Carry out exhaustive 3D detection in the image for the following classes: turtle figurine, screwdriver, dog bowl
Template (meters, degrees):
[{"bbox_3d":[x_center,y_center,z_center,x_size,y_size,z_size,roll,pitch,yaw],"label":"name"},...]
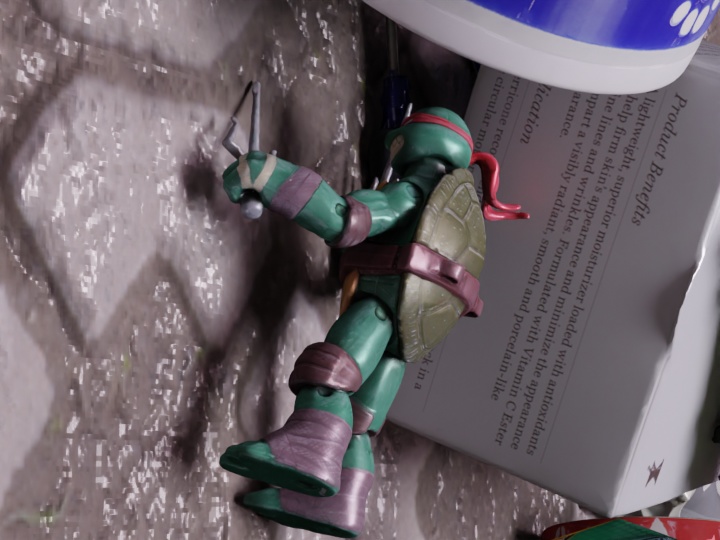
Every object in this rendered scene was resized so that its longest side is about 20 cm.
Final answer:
[{"bbox_3d":[0.000,0.000,0.957,0.150,0.100,0.201,45,55,-54],"label":"turtle figurine"},{"bbox_3d":[0.018,-0.104,1.061,0.029,0.028,0.201,-1,93,-34],"label":"screwdriver"},{"bbox_3d":[0.062,-0.161,0.961,0.200,0.200,0.079,-37,158,-58],"label":"dog bowl"}]

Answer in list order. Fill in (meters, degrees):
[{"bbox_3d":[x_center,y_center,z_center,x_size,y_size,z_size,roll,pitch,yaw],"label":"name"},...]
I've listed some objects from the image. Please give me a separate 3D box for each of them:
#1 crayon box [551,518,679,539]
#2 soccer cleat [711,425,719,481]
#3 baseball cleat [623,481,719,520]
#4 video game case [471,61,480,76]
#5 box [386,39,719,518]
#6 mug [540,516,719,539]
[{"bbox_3d":[0.047,0.187,0.961,0.199,0.058,0.120,-14,103,-26],"label":"crayon box"},{"bbox_3d":[0.206,0.040,1.045,0.081,0.068,0.201,-16,132,-21],"label":"soccer cleat"},{"bbox_3d":[0.164,0.103,1.318,0.200,0.069,0.107,66,26,-54],"label":"baseball cleat"},{"bbox_3d":[0.091,-0.187,1.198,0.201,0.045,0.182,67,33,-36],"label":"video game case"},{"bbox_3d":[0.128,-0.009,1.099,0.200,0.130,0.200,-3,113,-63],"label":"box"},{"bbox_3d":[0.134,0.235,1.213,0.133,0.177,0.201,7,75,-26],"label":"mug"}]
